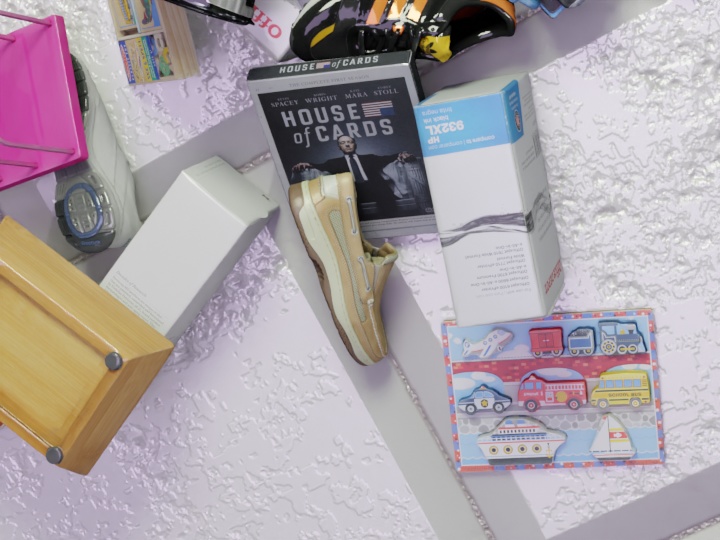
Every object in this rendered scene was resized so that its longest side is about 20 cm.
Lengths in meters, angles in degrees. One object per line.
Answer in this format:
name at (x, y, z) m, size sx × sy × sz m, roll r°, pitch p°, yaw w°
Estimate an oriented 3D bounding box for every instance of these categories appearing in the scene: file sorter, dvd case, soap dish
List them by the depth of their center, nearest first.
dvd case at (-0.005, -0.107, 1.611) m, size 0.150 × 0.025 × 0.200 m, roll -5°, pitch 134°, yaw 15°
soap dish at (-0.293, 0.073, 1.631) m, size 0.200 × 0.081 × 0.157 m, roll 37°, pitch 106°, yaw 6°
file sorter at (-0.376, -0.147, 1.646) m, size 0.200 × 0.125 × 0.139 m, roll -17°, pitch 80°, yaw 30°

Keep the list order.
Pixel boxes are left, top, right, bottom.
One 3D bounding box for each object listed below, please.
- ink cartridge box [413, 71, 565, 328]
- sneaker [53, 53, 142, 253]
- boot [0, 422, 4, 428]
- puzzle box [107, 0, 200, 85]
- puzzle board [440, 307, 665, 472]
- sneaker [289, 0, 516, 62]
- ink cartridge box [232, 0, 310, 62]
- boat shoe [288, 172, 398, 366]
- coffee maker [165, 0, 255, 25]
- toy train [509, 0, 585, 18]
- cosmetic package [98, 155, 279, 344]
ink cartridge box at (0.117, -0.064, 1.581) m, size 0.084 × 0.145 × 0.200 m, roll -9°, pitch 100°, yaw 15°
sneaker at (-0.260, -0.109, 1.698) m, size 0.074 × 0.087 × 0.200 m, roll -18°, pitch 79°, yaw 23°
boot at (-0.358, 0.109, 1.753) m, size 0.200 × 0.107 × 0.075 m, roll -41°, pitch 93°, yaw 20°
puzzle box at (-0.204, -0.269, 1.624) m, size 0.025 × 0.133 × 0.200 m, roll -18°, pitch 100°, yaw -24°
puzzle board at (0.180, 0.115, 1.676) m, size 0.200 × 0.017 × 0.151 m, roll -4°, pitch 102°, yaw 14°
sneaker at (0.040, -0.214, 1.556) m, size 0.200 × 0.090 × 0.070 m, roll -17°, pitch 139°, yaw -9°
ink cartridge box at (-0.057, -0.307, 1.598) m, size 0.146 × 0.085 × 0.200 m, roll 41°, pitch 110°, yaw 2°
boat shoe at (0.000, 0.000, 1.644) m, size 0.076 × 0.072 × 0.200 m, roll -19°, pitch 123°, yaw 5°
coffee maker at (-0.145, -0.326, 1.501) m, size 0.192 × 0.135 × 0.200 m, roll 26°, pitch 97°, yaw 25°
toy train at (0.128, -0.307, 1.539) m, size 0.200 × 0.114 × 0.087 m, roll 45°, pitch 113°, yaw 0°
cosmetic package at (-0.175, -0.001, 1.684) m, size 0.085 × 0.108 × 0.200 m, roll 38°, pitch 107°, yaw 4°
